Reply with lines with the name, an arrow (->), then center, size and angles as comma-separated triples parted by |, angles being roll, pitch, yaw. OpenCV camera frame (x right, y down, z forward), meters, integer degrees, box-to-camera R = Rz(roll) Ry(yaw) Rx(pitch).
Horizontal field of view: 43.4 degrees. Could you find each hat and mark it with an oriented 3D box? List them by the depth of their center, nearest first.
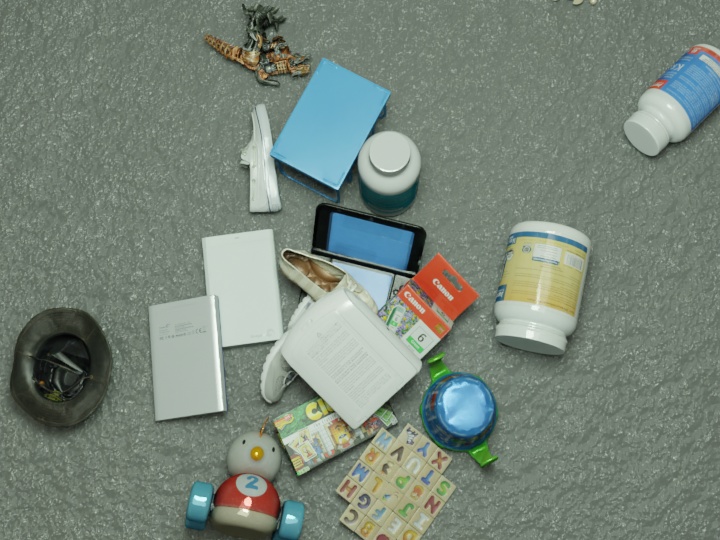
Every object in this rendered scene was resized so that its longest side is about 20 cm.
hat -> -0.506, 0.168, 1.574 | 0.197, 0.081, 0.204 | -1, 84, 7

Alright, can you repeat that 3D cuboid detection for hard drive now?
hard drive -> -0.304, 0.153, 1.586 | 0.130, 0.025, 0.203 | -10, 77, 14
hard drive -> -0.211, 0.033, 1.624 | 0.130, 0.026, 0.203 | -7, 77, 0

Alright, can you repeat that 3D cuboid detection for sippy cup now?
sippy cup -> 0.170, 0.233, 1.519 | 0.176, 0.130, 0.141 | 27, 80, 6

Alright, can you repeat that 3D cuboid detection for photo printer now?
photo printer -> -0.022, 0.140, 1.498 | 0.166, 0.070, 0.200 | -44, 97, 12

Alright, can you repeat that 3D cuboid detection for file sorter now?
file sorter -> -0.051, -0.244, 1.631 | 0.137, 0.123, 0.202 | 27, 79, 7

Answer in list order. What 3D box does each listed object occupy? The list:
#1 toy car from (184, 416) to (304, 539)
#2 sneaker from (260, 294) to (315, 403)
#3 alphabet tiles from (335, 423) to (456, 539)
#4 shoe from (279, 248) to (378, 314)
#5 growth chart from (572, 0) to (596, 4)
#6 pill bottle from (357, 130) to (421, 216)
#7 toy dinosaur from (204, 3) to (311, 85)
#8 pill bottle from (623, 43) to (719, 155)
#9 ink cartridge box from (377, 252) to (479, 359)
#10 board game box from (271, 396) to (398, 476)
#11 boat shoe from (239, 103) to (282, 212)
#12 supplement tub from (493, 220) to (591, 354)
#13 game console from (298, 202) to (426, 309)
toy car -> -0.179, 0.334, 1.495 | 0.182, 0.177, 0.203 | 12, 65, -7
sneaker -> -0.105, 0.143, 1.558 | 0.081, 0.075, 0.202 | 29, 91, 17
alphabet tiles -> 0.061, 0.372, 1.540 | 0.166, 0.006, 0.201 | 38, 81, -2
shoe -> -0.057, 0.024, 1.538 | 0.198, 0.054, 0.070 | 31, 67, 11
growth chart -> 0.371, -0.591, 1.751 | 0.197, 0.018, 0.147 | 14, 79, 4
pill bottle -> 0.050, -0.172, 1.573 | 0.109, 0.200, 0.113 | 0, 78, 1
toy dinosaur -> -0.189, -0.421, 1.692 | 0.197, 0.102, 0.138 | 9, 94, -19
pill bottle -> 0.575, -0.305, 1.636 | 0.200, 0.112, 0.112 | -43, 80, -9
ink cartridge box -> 0.098, 0.079, 1.549 | 0.109, 0.050, 0.200 | 45, 107, 0
board game box -> -0.043, 0.260, 1.553 | 0.198, 0.023, 0.106 | -25, 78, -16
boat shoe -> -0.189, -0.204, 1.649 | 0.066, 0.074, 0.203 | -8, 78, -3
supplement tub -> 0.309, 0.031, 1.552 | 0.142, 0.145, 0.203 | 13, 78, 4
game console -> 0.000, 0.000, 1.580 | 0.197, 0.116, 0.178 | 14, 78, 5
